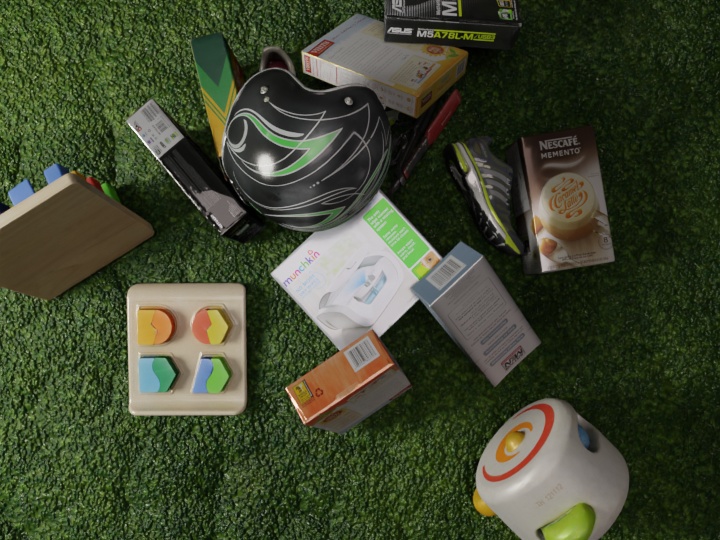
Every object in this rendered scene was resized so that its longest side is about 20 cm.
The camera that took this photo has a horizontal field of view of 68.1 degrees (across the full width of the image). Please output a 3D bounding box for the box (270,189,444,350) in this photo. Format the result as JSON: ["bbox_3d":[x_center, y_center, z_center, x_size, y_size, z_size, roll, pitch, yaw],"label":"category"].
[{"bbox_3d":[0.000,0.000,0.796,0.200,0.097,0.177,-42,91,-1],"label":"box"}]

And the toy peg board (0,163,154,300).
[{"bbox_3d":[-0.440,-0.069,0.753,0.199,0.199,0.098,-33,73,-1],"label":"toy peg board"}]

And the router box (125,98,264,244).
[{"bbox_3d":[-0.229,-0.134,0.770,0.051,0.149,0.200,-40,89,-2],"label":"router box"}]

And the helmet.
[{"bbox_3d":[-0.059,-0.149,0.684,0.189,0.200,0.202,25,89,17],"label":"helmet"}]

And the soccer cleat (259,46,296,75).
[{"bbox_3d":[-0.122,-0.236,0.804,0.069,0.086,0.202,-10,89,-1],"label":"soccer cleat"}]

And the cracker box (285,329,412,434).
[{"bbox_3d":[-0.007,0.161,0.739,0.133,0.200,0.058,-34,66,-2],"label":"cracker box"}]

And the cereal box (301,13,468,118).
[{"bbox_3d":[0.034,-0.300,0.767,0.199,0.040,0.144,29,56,22],"label":"cereal box"}]

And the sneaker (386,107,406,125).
[{"bbox_3d":[-0.001,-0.247,0.818,0.199,0.077,0.085,-29,59,-4],"label":"sneaker"}]

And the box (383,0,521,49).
[{"bbox_3d":[0.131,-0.416,0.791,0.191,0.048,0.202,5,61,-2],"label":"box"}]

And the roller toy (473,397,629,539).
[{"bbox_3d":[0.258,0.280,0.749,0.140,0.200,0.183,43,66,0],"label":"roller toy"}]

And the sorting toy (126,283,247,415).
[{"bbox_3d":[-0.268,0.121,0.820,0.183,0.036,0.203,0,88,0],"label":"sorting toy"}]

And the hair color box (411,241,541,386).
[{"bbox_3d":[0.170,0.066,0.765,0.099,0.061,0.200,-42,121,-1],"label":"hair color box"}]

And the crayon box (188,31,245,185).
[{"bbox_3d":[-0.187,-0.222,0.784,0.050,0.127,0.202,-14,90,-1],"label":"crayon box"}]

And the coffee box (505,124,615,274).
[{"bbox_3d":[0.298,-0.102,0.807,0.113,0.080,0.202,-9,89,-1],"label":"coffee box"}]

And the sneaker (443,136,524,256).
[{"bbox_3d":[0.206,-0.117,0.813,0.080,0.074,0.202,-27,91,-4],"label":"sneaker"}]

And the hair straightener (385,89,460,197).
[{"bbox_3d":[0.075,-0.203,0.836,0.077,0.041,0.201,32,94,27],"label":"hair straightener"}]
